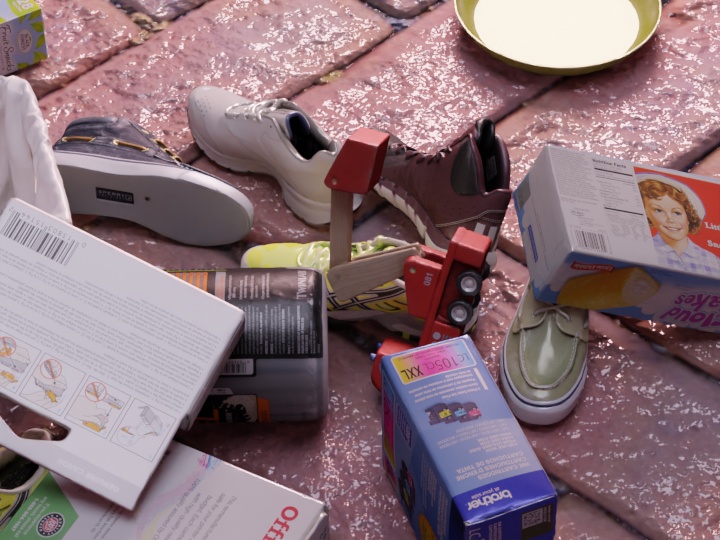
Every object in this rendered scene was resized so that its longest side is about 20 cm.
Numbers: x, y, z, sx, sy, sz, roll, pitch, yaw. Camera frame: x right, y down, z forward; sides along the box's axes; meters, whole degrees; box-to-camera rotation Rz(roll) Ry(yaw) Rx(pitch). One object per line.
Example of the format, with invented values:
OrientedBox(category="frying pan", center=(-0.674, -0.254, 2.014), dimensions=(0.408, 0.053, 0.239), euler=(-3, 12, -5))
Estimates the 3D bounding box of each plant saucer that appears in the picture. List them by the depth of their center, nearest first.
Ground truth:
OrientedBox(category="plant saucer", center=(0.189, -0.248, 1.994), dimensions=(0.200, 0.031, 0.200), euler=(0, 44, 0))

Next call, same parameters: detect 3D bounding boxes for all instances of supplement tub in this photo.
OrientedBox(category="supplement tub", center=(-0.125, 0.059, 1.622), dimensions=(0.200, 0.123, 0.123), euler=(-1, 45, 0))

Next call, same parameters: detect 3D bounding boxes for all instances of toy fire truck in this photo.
OrientedBox(category="toy fire truck", center=(0.027, 0.002, 1.623), dimensions=(0.141, 0.200, 0.049), euler=(19, 18, 7))

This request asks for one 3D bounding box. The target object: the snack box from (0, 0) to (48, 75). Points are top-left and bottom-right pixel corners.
OrientedBox(category="snack box", center=(-0.424, -0.231, 1.954), dimensions=(0.200, 0.068, 0.169), euler=(-26, 50, -26))

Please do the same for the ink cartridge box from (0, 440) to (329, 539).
OrientedBox(category="ink cartridge box", center=(-0.140, 0.208, 1.498), dimensions=(0.200, 0.088, 0.145), euler=(19, 48, 20))

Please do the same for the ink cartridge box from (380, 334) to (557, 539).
OrientedBox(category="ink cartridge box", center=(0.083, 0.165, 1.504), dimensions=(0.076, 0.137, 0.200), euler=(-17, 47, -14))

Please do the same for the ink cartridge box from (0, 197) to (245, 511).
OrientedBox(category="ink cartridge box", center=(-0.212, 0.065, 1.520), dimensions=(0.200, 0.045, 0.176), euler=(26, 68, 5))

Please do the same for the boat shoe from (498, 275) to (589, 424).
OrientedBox(category="boat shoe", center=(0.153, 0.037, 1.685), dimensions=(0.072, 0.062, 0.200), euler=(6, 45, 6))

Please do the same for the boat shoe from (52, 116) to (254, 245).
OrientedBox(category="boat shoe", center=(-0.180, -0.086, 1.805), dimensions=(0.200, 0.071, 0.091), euler=(13, 40, 8))

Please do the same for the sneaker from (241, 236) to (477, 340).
OrientedBox(category="sneaker", center=(0.000, 0.000, 1.702), dimensions=(0.200, 0.076, 0.075), euler=(8, 46, 8))

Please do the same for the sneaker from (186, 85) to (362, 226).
OrientedBox(category="sneaker", center=(-0.076, -0.121, 1.828), dimensions=(0.200, 0.087, 0.075), euler=(31, 55, 29))

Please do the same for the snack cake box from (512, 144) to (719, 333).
OrientedBox(category="snack cake box", center=(0.233, -0.024, 1.686), dimensions=(0.200, 0.067, 0.115), euler=(10, 47, -22))

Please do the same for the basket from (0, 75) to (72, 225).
OrientedBox(category="basket", center=(-0.338, -0.026, 1.682), dimensions=(0.200, 0.161, 0.198), euler=(-13, 46, -12))

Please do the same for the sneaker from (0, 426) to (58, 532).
OrientedBox(category="sneaker", center=(-0.298, 0.185, 1.529), dimensions=(0.075, 0.076, 0.200), euler=(31, 54, 25))

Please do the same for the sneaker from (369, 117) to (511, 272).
OrientedBox(category="sneaker", center=(0.073, -0.094, 1.766), dimensions=(0.076, 0.116, 0.200), euler=(-1, 36, -38))
